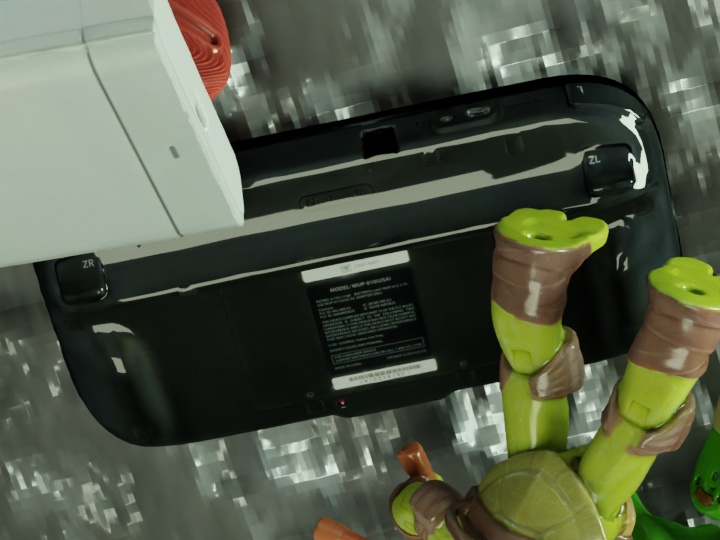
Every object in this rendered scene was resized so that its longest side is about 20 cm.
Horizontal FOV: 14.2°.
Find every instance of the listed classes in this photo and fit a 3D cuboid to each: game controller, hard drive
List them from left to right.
[{"bbox_3d":[-0.142,-0.029,0.813,0.200,0.027,0.132,-9,158,5],"label":"hard drive"},{"bbox_3d":[0.000,0.000,0.908,0.200,0.042,0.104,-11,133,6],"label":"game controller"}]

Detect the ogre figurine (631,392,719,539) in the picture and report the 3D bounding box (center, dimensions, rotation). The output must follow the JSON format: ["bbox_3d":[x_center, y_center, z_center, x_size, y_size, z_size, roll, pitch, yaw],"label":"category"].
[{"bbox_3d":[0.142,0.082,0.911,0.120,0.098,0.200,19,128,-27],"label":"ogre figurine"}]

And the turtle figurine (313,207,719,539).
[{"bbox_3d":[0.053,0.067,0.864,0.064,0.200,0.162,-7,115,-41],"label":"turtle figurine"}]

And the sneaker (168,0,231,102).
[{"bbox_3d":[-0.147,-0.063,0.861,0.200,0.078,0.116,16,140,-16],"label":"sneaker"}]
